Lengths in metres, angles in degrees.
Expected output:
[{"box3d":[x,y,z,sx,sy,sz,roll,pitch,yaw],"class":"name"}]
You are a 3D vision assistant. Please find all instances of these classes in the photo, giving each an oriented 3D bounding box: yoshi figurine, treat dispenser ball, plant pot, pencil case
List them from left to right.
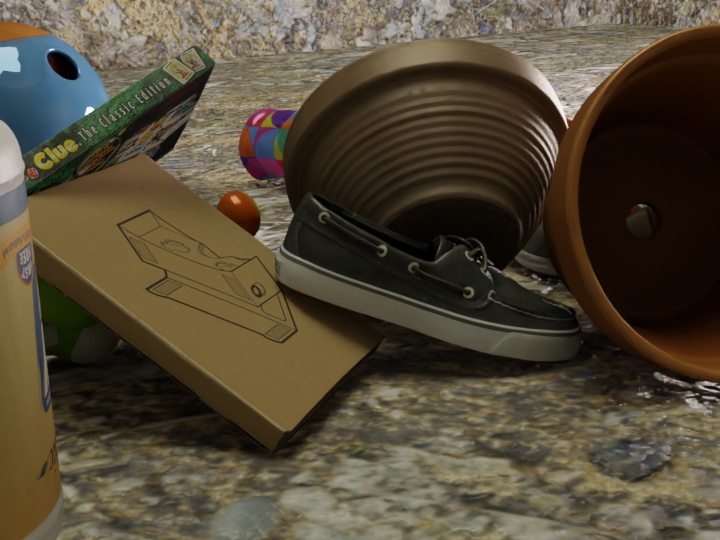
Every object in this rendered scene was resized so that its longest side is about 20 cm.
[{"box3d":[-0.324,-0.124,1.108,0.199,0.203,0.201,-3,15,1],"class":"treat dispenser ball"},{"box3d":[-0.140,0.006,0.787,0.199,0.113,0.112,-18,27,-35],"class":"yoshi figurine"},{"box3d":[-0.043,-0.127,1.307,0.088,0.089,0.199,-16,22,-41],"class":"pencil case"},{"box3d":[0.049,-0.049,0.818,0.199,0.202,0.093,-4,50,-4],"class":"plant pot"},{"box3d":[0.198,-0.036,0.745,0.198,0.202,0.140,-5,-1,-10],"class":"plant pot"}]

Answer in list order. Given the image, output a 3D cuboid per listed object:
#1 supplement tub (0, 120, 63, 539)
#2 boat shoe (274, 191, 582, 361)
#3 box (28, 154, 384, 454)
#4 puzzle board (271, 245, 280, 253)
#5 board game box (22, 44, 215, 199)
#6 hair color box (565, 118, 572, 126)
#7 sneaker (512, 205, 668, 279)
[{"box3d":[-0.187,0.049,0.446,0.143,0.202,0.145,-2,16,1],"class":"supplement tub"},{"box3d":[0.047,0.005,0.746,0.198,0.057,0.069,16,16,-7],"class":"boat shoe"},{"box3d":[-0.093,0.010,0.711,0.199,0.021,0.163,36,25,8],"class":"box"},{"box3d":[0.000,0.000,0.949,0.198,0.018,0.151,3,16,18],"class":"puzzle board"},{"box3d":[-0.176,-0.060,0.748,0.200,0.023,0.105,-42,-2,-37],"class":"board game box"},{"box3d":[0.172,-0.087,1.000,0.198,0.065,0.111,16,2,3],"class":"hair color box"},{"box3d":[0.174,-0.030,0.909,0.073,0.080,0.200,-11,16,-22],"class":"sneaker"}]
